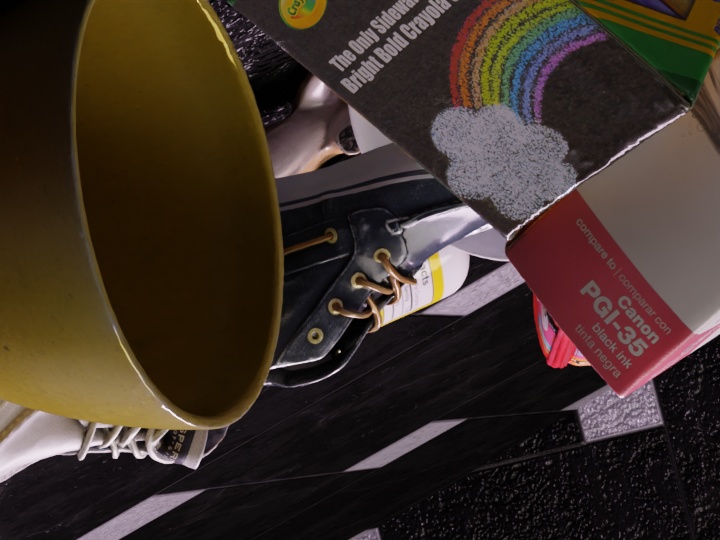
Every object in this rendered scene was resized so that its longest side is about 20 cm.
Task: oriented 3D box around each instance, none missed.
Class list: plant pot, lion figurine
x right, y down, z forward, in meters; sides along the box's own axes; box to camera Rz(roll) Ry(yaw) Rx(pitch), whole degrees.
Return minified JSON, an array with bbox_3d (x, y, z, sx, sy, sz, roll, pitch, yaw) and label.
[{"bbox_3d":[-0.137,-0.023,1.079,0.141,0.202,0.200,-10,175,20],"label":"plant pot"},{"bbox_3d":[-0.049,-0.059,1.353,0.199,0.073,0.122,-30,177,-6],"label":"lion figurine"}]

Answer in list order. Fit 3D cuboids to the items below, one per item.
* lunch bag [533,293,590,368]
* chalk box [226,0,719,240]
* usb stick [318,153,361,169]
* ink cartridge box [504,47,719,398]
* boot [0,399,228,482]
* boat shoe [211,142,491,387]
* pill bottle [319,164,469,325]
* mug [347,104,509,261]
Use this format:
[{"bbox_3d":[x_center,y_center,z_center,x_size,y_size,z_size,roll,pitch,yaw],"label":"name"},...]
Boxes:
[{"bbox_3d":[0.142,-0.045,1.502,0.081,0.202,0.176,-1,167,1],"label":"lunch bag"},{"bbox_3d":[0.039,-0.137,0.983,0.125,0.200,0.124,-36,-163,48],"label":"chalk box"},{"bbox_3d":[0.013,-0.066,1.400,0.200,0.033,0.055,-43,-166,-10],"label":"usb stick"},{"bbox_3d":[0.174,-0.052,1.020,0.200,0.083,0.146,-43,170,31],"label":"ink cartridge box"},{"bbox_3d":[-0.114,0.062,1.196,0.200,0.095,0.074,-44,167,-38],"label":"boot"},{"bbox_3d":[0.000,0.000,1.167,0.199,0.092,0.071,-12,161,18],"label":"boat shoe"},{"bbox_3d":[-0.003,-0.019,1.518,0.199,0.112,0.111,-23,168,-13],"label":"pill bottle"},{"bbox_3d":[0.083,-0.098,1.264,0.200,0.148,0.175,-37,-177,43],"label":"mug"}]
